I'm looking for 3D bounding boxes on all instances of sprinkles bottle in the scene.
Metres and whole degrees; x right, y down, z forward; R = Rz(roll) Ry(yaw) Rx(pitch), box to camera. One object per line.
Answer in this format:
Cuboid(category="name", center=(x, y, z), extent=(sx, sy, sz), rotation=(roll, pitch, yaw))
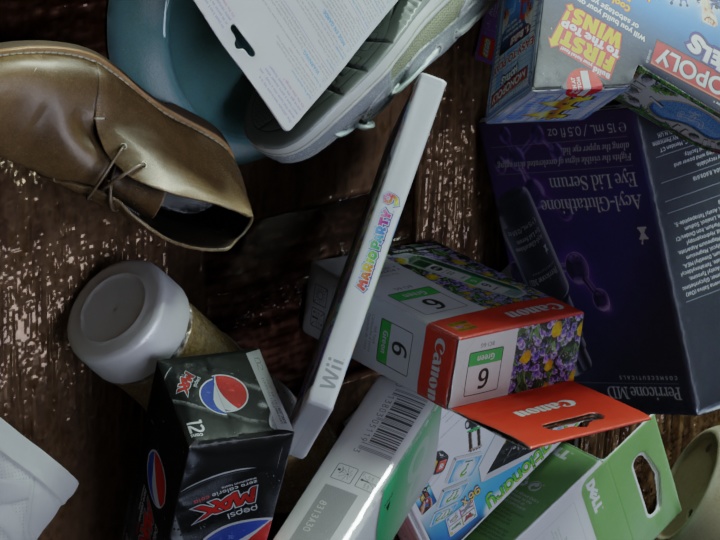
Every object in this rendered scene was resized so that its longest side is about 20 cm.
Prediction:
Cuboid(category="sprinkles bottle", center=(-0.089, 0.070, 1.583), extent=(0.068, 0.068, 0.200), rotation=(-55, 136, -10))

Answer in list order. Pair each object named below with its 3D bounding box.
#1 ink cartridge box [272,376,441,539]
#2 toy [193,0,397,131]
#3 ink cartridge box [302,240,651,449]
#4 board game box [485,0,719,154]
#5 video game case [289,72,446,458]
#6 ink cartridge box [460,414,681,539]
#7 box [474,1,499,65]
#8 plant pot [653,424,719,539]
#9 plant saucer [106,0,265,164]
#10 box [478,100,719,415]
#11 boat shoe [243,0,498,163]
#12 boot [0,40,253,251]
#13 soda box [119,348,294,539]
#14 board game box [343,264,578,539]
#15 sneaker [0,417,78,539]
Cuboid(category="ink cartridge box", center=(-0.007, 0.186, 1.651), extent=(0.200, 0.050, 0.161), rotation=(91, 24, -44))
Cuboid(category="toy", center=(-0.024, -0.186, 1.504), extent=(0.200, 0.047, 0.115), rotation=(-50, 121, -24))
Cuboid(category="ink cartridge box", center=(0.071, 0.041, 1.627), extent=(0.109, 0.200, 0.050), rotation=(-10, 116, -41))
Cuboid(category="board game box", center=(0.159, -0.150, 1.586), extent=(0.200, 0.062, 0.200), rotation=(29, 64, -14))
Cuboid(category="video game case", center=(0.000, 0.000, 1.546), extent=(0.143, 0.018, 0.200), rotation=(118, -9, -73))
Cuboid(category="ink cartridge box", center=(0.125, 0.183, 1.845), extent=(0.200, 0.059, 0.104), rotation=(-41, 132, -24))
Cuboid(category="box", center=(0.167, -0.192, 1.732), extent=(0.200, 0.039, 0.137), rotation=(0, 109, -44))
Cuboid(category="plant pot", center=(0.287, 0.183, 1.933), extent=(0.134, 0.200, 0.200), rotation=(26, 89, -11))
Cuboid(category="plant saucer", center=(-0.056, -0.152, 1.545), extent=(0.200, 0.027, 0.200), rotation=(-19, 120, -37))
Cuboid(category="box", center=(0.176, -0.016, 1.701), extent=(0.104, 0.148, 0.200), rotation=(-18, 99, -37))
Cuboid(category="boat shoe", center=(0.013, -0.126, 1.554), extent=(0.202, 0.074, 0.065), rotation=(-50, 135, -27))
Cuboid(category="boot", center=(-0.137, -0.065, 1.460), extent=(0.200, 0.075, 0.074), rotation=(20, 116, -39))
Cuboid(category="soda box", center=(-0.092, 0.138, 1.549), extent=(0.063, 0.071, 0.200), rotation=(-7, 137, -21))
Cuboid(category="board game box", center=(0.086, 0.083, 1.781), extent=(0.200, 0.035, 0.126), rotation=(-42, 131, -22))
Cuboid(category="sneaker", center=(-0.241, 0.119, 1.456), extent=(0.116, 0.074, 0.200), rotation=(-58, 138, -12))
